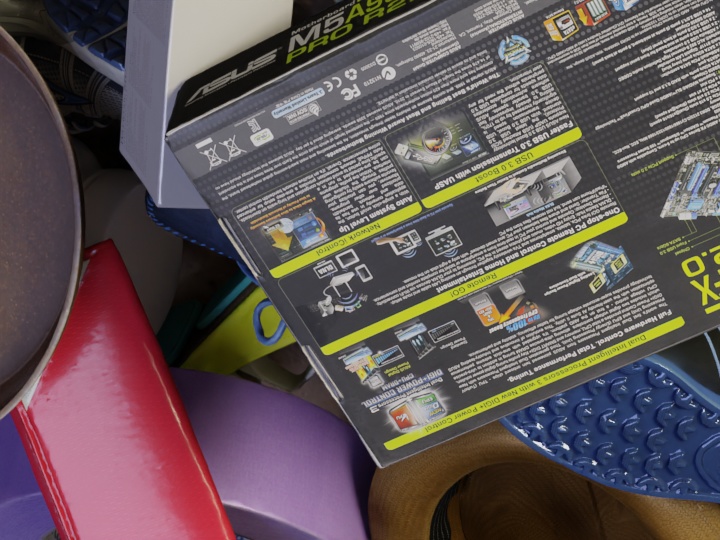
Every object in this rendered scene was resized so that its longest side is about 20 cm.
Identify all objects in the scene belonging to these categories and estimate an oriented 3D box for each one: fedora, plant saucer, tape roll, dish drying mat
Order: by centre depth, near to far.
[{"bbox_3d":[-0.194,-0.023,0.800,0.199,0.034,0.201,2,94,26],"label":"plant saucer"},{"bbox_3d":[-0.105,0.091,0.815,0.076,0.018,0.201,-20,95,10],"label":"dish drying mat"},{"bbox_3d":[0.100,0.119,0.868,0.200,0.082,0.201,14,131,17],"label":"fedora"},{"bbox_3d":[-0.088,0.121,0.926,0.199,0.066,0.200,5,151,3],"label":"tape roll"}]

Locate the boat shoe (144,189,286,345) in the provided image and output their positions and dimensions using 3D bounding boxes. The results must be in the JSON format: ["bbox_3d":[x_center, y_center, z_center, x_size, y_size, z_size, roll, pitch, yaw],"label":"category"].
[{"bbox_3d":[0.000,0.000,0.782,0.199,0.069,0.084,16,158,8],"label":"boat shoe"}]

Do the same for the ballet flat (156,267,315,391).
[{"bbox_3d":[-0.063,0.040,0.902,0.067,0.067,0.200,44,131,-14],"label":"ballet flat"}]

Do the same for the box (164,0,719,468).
[{"bbox_3d":[0.056,-0.035,0.654,0.199,0.044,0.161,-25,117,17],"label":"box"}]

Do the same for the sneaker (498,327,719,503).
[{"bbox_3d":[0.147,0.049,0.765,0.199,0.078,0.070,16,125,-2],"label":"sneaker"}]

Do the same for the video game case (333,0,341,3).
[{"bbox_3d":[0.111,-0.092,0.734,0.200,0.022,0.182,-28,109,40],"label":"video game case"}]

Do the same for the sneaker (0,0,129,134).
[{"bbox_3d":[-0.119,-0.099,0.823,0.199,0.077,0.085,24,144,18],"label":"sneaker"}]

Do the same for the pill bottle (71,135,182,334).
[{"bbox_3d":[-0.191,-0.019,0.886,0.199,0.113,0.113,11,130,19],"label":"pill bottle"}]

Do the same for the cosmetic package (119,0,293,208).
[{"bbox_3d":[-0.054,-0.130,0.694,0.050,0.083,0.201,0,109,-20],"label":"cosmetic package"}]
